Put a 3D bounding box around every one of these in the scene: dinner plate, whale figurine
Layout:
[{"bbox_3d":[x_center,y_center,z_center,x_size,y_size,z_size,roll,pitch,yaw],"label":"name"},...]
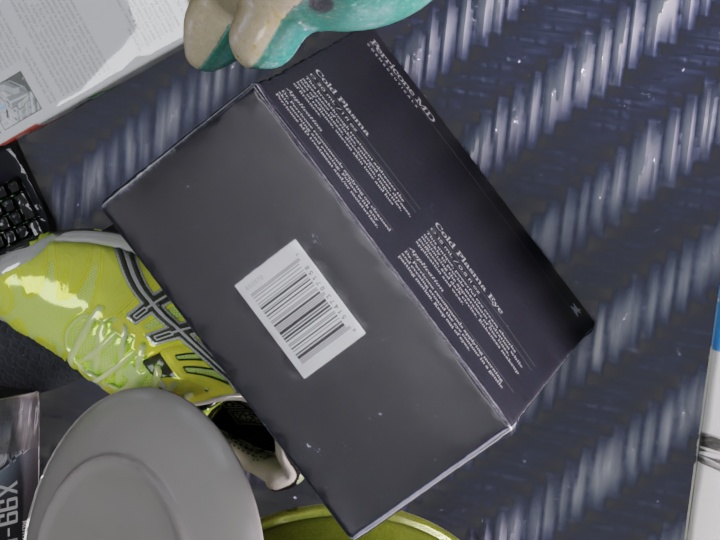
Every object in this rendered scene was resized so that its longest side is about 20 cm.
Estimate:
[{"bbox_3d":[-0.117,0.158,1.358,0.200,0.024,0.201,-7,81,49],"label":"dinner plate"},{"bbox_3d":[-0.016,-0.154,1.304,0.103,0.160,0.200,25,149,-15],"label":"whale figurine"}]

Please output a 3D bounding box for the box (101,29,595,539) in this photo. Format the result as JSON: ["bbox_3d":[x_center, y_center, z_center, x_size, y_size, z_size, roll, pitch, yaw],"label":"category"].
[{"bbox_3d":[0.000,0.000,1.338,0.104,0.182,0.200,-37,90,23],"label":"box"}]

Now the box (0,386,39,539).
[{"bbox_3d":[-0.266,0.135,1.484,0.199,0.050,0.159,4,97,30],"label":"box"}]

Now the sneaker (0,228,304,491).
[{"bbox_3d":[-0.100,0.044,1.411,0.199,0.077,0.076,25,120,-8],"label":"sneaker"}]

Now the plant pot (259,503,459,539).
[{"bbox_3d":[-0.006,0.252,1.359,0.199,0.193,0.201,-4,121,-7],"label":"plant pot"}]

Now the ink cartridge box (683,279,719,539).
[{"bbox_3d":[0.240,0.093,1.337,0.145,0.084,0.201,11,108,15],"label":"ink cartridge box"}]

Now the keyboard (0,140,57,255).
[{"bbox_3d":[-0.267,-0.026,1.504,0.199,0.021,0.128,-22,97,21],"label":"keyboard"}]

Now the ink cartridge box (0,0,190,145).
[{"bbox_3d":[-0.179,-0.130,1.430,0.199,0.050,0.109,-27,94,21],"label":"ink cartridge box"}]

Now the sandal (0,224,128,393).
[{"bbox_3d":[-0.140,0.008,1.461,0.199,0.043,0.076,-23,119,12],"label":"sandal"}]
